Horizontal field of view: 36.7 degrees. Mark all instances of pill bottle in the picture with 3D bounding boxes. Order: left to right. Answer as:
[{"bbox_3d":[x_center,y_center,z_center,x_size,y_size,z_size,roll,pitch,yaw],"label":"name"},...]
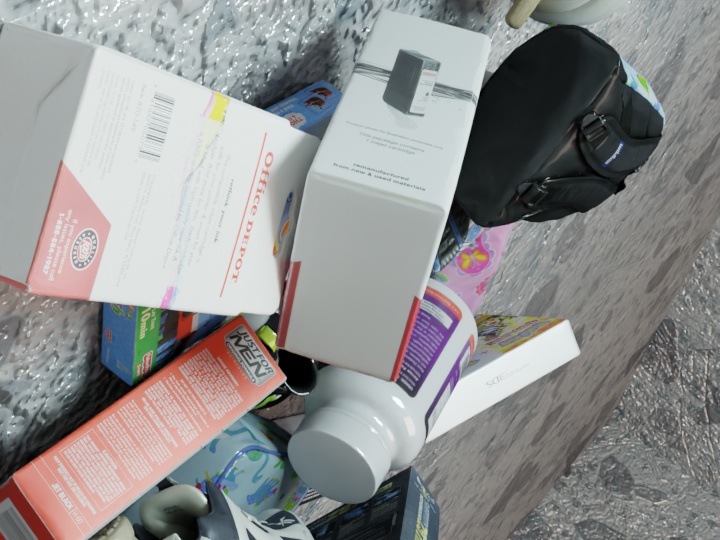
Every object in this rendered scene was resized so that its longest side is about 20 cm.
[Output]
[{"bbox_3d":[0.018,0.103,0.945,0.200,0.111,0.112,-53,164,-45],"label":"pill bottle"}]

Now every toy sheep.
[{"bbox_3d":[0.162,-0.250,0.838,0.200,0.138,0.138,-10,131,-57],"label":"toy sheep"}]

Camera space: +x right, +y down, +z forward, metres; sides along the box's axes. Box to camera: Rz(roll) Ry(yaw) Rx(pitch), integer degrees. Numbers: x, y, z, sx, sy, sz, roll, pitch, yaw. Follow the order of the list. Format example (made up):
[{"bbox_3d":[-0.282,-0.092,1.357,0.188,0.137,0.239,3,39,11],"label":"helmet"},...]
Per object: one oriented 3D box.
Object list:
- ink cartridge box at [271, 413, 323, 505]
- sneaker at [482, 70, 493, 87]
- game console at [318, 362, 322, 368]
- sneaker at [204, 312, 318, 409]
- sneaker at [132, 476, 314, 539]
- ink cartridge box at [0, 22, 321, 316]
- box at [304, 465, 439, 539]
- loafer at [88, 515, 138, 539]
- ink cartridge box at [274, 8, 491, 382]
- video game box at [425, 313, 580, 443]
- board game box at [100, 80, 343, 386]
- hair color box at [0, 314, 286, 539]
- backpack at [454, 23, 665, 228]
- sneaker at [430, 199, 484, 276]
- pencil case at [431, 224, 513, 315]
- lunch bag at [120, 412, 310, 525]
[{"bbox_3d":[-0.062,0.199,1.135,0.094,0.044,0.200,-61,158,11],"label":"ink cartridge box"},{"bbox_3d":[0.059,-0.123,0.885,0.201,0.067,0.108,-43,159,-23],"label":"sneaker"},{"bbox_3d":[0.000,0.000,0.994,0.177,0.031,0.200,-45,156,-26],"label":"game console"},{"bbox_3d":[-0.073,0.084,0.885,0.072,0.083,0.200,-50,159,-12],"label":"sneaker"},{"bbox_3d":[-0.102,0.192,0.798,0.079,0.130,0.199,-30,-172,16],"label":"sneaker"},{"bbox_3d":[-0.108,-0.043,0.576,0.200,0.067,0.117,13,95,-60],"label":"ink cartridge box"},{"bbox_3d":[-0.033,0.248,0.862,0.199,0.051,0.158,-31,-173,10],"label":"box"},{"bbox_3d":[-0.200,0.228,0.760,0.076,0.068,0.200,-32,178,-36],"label":"loafer"},{"bbox_3d":[0.018,-0.054,0.701,0.200,0.083,0.145,-70,176,-48],"label":"ink cartridge box"},{"bbox_3d":[0.095,0.106,1.124,0.199,0.047,0.182,-26,-167,-24],"label":"video game box"},{"bbox_3d":[-0.090,-0.029,0.745,0.200,0.037,0.152,-37,152,-41],"label":"board game box"},{"bbox_3d":[-0.154,0.117,0.741,0.200,0.061,0.101,-36,-179,-41],"label":"hair color box"},{"bbox_3d":[0.163,-0.112,0.861,0.199,0.154,0.163,10,125,-48],"label":"backpack"},{"bbox_3d":[0.082,-0.060,0.965,0.200,0.076,0.077,-42,177,-26],"label":"sneaker"},{"bbox_3d":[0.100,-0.021,1.104,0.087,0.087,0.201,-35,151,-42],"label":"pencil case"},{"bbox_3d":[-0.128,0.199,0.934,0.161,0.082,0.200,-55,158,0],"label":"lunch bag"}]
